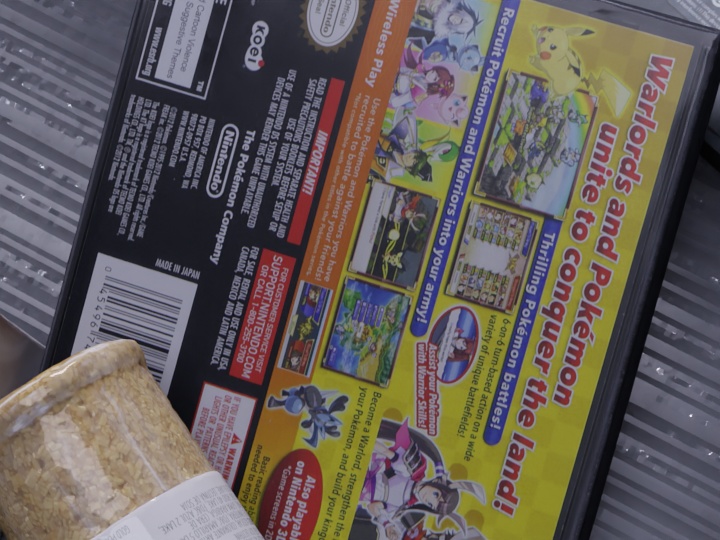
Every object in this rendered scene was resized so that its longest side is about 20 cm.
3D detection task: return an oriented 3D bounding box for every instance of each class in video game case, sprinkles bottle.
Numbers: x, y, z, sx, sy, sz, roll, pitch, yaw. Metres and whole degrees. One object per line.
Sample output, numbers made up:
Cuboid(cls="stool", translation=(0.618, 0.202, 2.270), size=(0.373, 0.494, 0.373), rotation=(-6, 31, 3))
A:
Cuboid(cls="video game case", translation=(0.000, 0.000, 0.897), size=(0.180, 0.025, 0.201), rotation=(17, 96, 16))
Cuboid(cls="sprinkles bottle", translation=(-0.041, 0.118, 0.864), size=(0.068, 0.068, 0.200), rotation=(-34, 82, 1))

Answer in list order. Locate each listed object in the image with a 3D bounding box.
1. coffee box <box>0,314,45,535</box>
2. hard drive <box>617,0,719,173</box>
Cuboid(cls="coffee box", translation=(-0.168, 0.047, 0.856), size=(0.079, 0.200, 0.114), rotation=(11, 78, 14))
Cuboid(cls="hard drive", translation=(0.177, -0.106, 0.895), size=(0.200, 0.033, 0.140), rotation=(-43, 56, -1))
